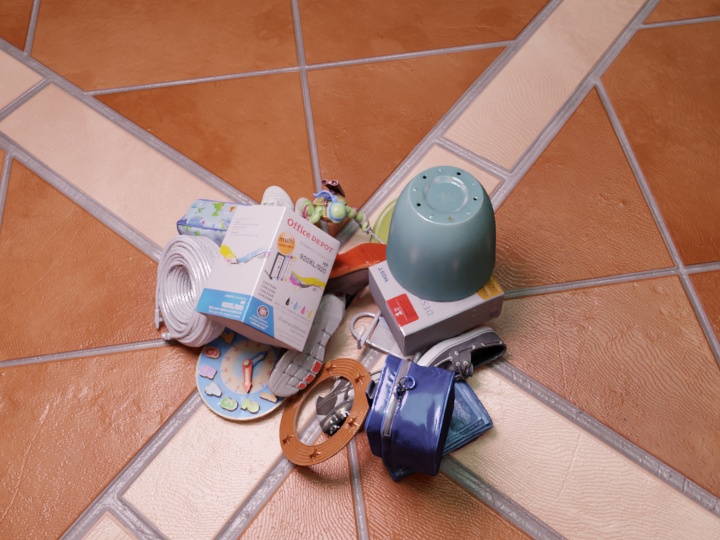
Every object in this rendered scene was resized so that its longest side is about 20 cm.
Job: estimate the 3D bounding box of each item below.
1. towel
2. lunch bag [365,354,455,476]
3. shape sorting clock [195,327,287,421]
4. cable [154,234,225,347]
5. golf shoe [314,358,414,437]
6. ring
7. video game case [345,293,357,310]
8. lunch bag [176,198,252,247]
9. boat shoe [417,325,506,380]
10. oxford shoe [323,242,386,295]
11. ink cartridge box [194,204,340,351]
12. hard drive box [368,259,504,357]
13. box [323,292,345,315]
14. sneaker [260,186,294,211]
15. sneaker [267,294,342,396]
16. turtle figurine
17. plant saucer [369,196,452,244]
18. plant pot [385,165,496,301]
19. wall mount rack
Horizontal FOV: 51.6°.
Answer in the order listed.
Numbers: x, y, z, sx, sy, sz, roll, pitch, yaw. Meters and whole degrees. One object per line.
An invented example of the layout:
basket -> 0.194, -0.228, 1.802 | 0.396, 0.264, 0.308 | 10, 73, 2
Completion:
towel -> 0.119, 0.268, 1.277 | 0.197, 0.049, 0.112 | -26, 58, -14
lunch bag -> 0.071, 0.223, 1.160 | 0.129, 0.201, 0.138 | 12, 61, 14
shape sorting clock -> -0.204, 0.174, 1.352 | 0.195, 0.039, 0.204 | -2, 60, 3
cable -> -0.304, 0.037, 1.360 | 0.068, 0.205, 0.198 | -6, 12, -43
golf shoe -> 0.004, 0.201, 1.297 | 0.198, 0.078, 0.095 | -33, 49, -6
ring -> -0.064, 0.232, 1.259 | 0.198, 0.019, 0.203 | -27, 39, 24
video game case -> -0.107, 0.038, 1.453 | 0.178, 0.026, 0.201 | 26, 61, 18
lunch bag -> -0.242, -0.050, 1.422 | 0.196, 0.162, 0.083 | 10, 52, 30
boat shoe -> 0.180, 0.162, 1.316 | 0.197, 0.071, 0.066 | -19, 40, -33
oxford shoe -> 0.000, 0.000, 1.379 | 0.196, 0.074, 0.072 | -8, 36, -19
ink cartridge box -> -0.155, 0.010, 1.266 | 0.143, 0.146, 0.204 | 5, 70, 45
hard drive box -> 0.133, 0.039, 1.329 | 0.196, 0.077, 0.157 | -22, 58, -12
box -> -0.125, 0.058, 1.402 | 0.195, 0.042, 0.039 | 5, 57, 5
sneaker -> -0.174, -0.116, 1.514 | 0.069, 0.081, 0.203 | -14, 43, 5
sneaker -> -0.105, 0.132, 1.327 | 0.081, 0.077, 0.202 | 9, 60, 55
turtle figurine -> -0.058, -0.079, 1.469 | 0.143, 0.201, 0.194 | -40, 22, -3
plant saucer -> 0.099, -0.076, 1.466 | 0.196, 0.031, 0.204 | -14, 60, 26
plant pot -> 0.141, -0.077, 1.263 | 0.195, 0.162, 0.204 | -1, 55, 1
wall mount rack -> 0.082, 0.092, 1.381 | 0.197, 0.075, 0.175 | 22, 57, 14
